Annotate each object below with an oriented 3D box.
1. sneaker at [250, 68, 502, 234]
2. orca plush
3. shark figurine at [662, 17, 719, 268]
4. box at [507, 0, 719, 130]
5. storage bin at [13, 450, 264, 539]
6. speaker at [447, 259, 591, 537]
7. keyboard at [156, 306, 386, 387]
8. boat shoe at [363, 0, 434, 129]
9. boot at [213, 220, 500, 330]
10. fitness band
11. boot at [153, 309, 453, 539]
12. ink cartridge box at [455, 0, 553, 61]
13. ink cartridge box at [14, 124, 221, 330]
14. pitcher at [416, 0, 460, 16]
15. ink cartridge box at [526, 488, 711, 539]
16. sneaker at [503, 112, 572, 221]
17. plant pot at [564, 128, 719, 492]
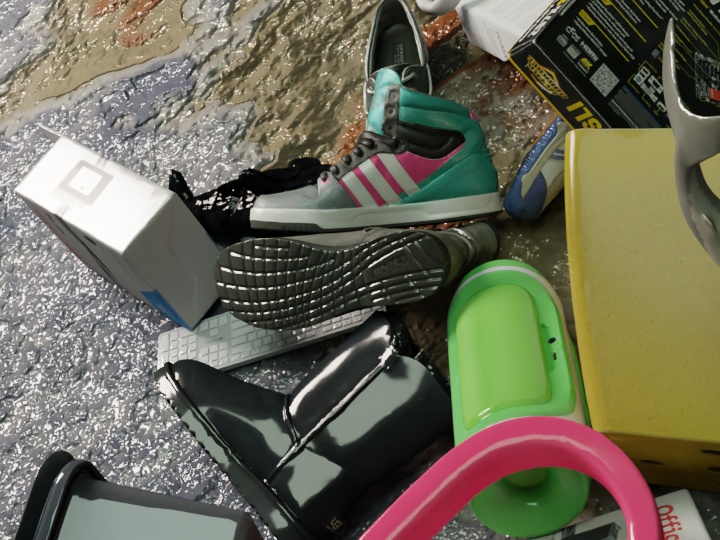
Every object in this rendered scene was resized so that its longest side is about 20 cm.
[{"bbox_3d":[0.008,-0.093,0.946,0.197,0.084,0.123,-6,90,-4],"label":"sneaker"},{"bbox_3d":[-0.087,-0.074,1.034,0.198,0.071,0.106,11,61,29],"label":"orca plush"},{"bbox_3d":[0.213,-0.027,0.621,0.128,0.212,0.090,-52,20,38],"label":"shark figurine"},{"bbox_3d":[0.227,-0.142,0.881,0.160,0.200,0.049,-48,11,-16],"label":"box"},{"bbox_3d":[-0.125,0.220,0.769,0.132,0.201,0.147,4,57,14],"label":"storage bin"},{"bbox_3d":[0.102,0.077,0.803,0.087,0.089,0.201,-16,32,12],"label":"speaker"},{"bbox_3d":[-0.074,0.045,0.983,0.197,0.011,0.057,-17,51,10],"label":"keyboard"},{"bbox_3d":[0.028,-0.149,1.038,0.071,0.071,0.202,-14,55,11],"label":"boat shoe"},{"bbox_3d":[0.000,0.000,0.925,0.197,0.130,0.069,-5,95,25],"label":"boot"},{"bbox_3d":[0.069,0.163,0.637,0.200,0.038,0.143,-41,43,-14],"label":"fitness band"},{"bbox_3d":[-0.037,0.090,0.890,0.168,0.077,0.200,-43,57,-7],"label":"boot"},{"bbox_3d":[0.188,-0.228,1.010,0.162,0.057,0.200,-35,36,-5],"label":"ink cartridge box"},{"bbox_3d":[-0.210,-0.039,1.032,0.199,0.116,0.067,26,71,38],"label":"ink cartridge box"},{"bbox_3d":[0.062,-0.325,1.114,0.200,0.120,0.174,33,102,58],"label":"pitcher"},{"bbox_3d":[0.118,0.217,0.688,0.198,0.085,0.144,-19,13,8],"label":"ink cartridge box"},{"bbox_3d":[0.194,-0.107,0.936,0.088,0.075,0.201,39,97,-2],"label":"sneaker"},{"bbox_3d":[0.230,0.038,0.751,0.197,0.200,0.179,3,70,25],"label":"plant pot"}]
